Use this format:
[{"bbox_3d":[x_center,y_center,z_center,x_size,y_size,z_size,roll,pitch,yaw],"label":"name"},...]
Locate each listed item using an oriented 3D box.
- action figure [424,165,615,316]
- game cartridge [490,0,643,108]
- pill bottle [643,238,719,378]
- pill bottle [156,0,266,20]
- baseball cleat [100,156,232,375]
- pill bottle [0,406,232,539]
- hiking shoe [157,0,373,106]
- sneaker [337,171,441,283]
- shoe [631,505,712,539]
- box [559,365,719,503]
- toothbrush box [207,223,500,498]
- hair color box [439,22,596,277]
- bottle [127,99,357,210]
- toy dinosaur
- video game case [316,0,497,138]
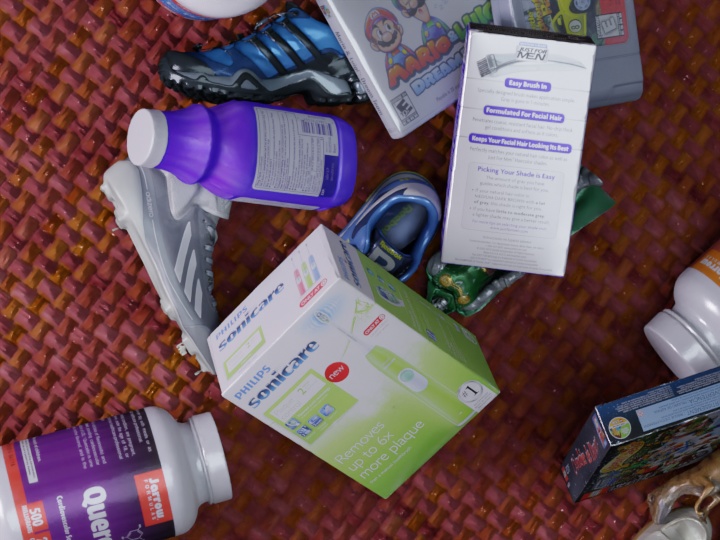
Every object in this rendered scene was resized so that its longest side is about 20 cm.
[{"bbox_3d":[0.125,-0.027,1.770,0.200,0.055,0.118,-46,105,0],"label":"action figure"},{"bbox_3d":[0.176,-0.239,1.744,0.132,0.041,0.201,-12,96,-25],"label":"game cartridge"},{"bbox_3d":[0.354,0.017,1.788,0.200,0.112,0.112,-41,102,-5],"label":"pill bottle"},{"bbox_3d":[-0.118,-0.259,1.617,0.111,0.200,0.113,-1,96,-11],"label":"pill bottle"},{"bbox_3d":[-0.140,-0.014,1.706,0.106,0.070,0.201,-29,101,-7],"label":"baseball cleat"},{"bbox_3d":[-0.214,0.182,1.689,0.199,0.112,0.113,-15,99,-9],"label":"pill bottle"},{"bbox_3d":[-0.078,-0.186,1.706,0.199,0.074,0.087,0,89,-22],"label":"hiking shoe"},{"bbox_3d":[0.000,0.000,1.730,0.074,0.082,0.200,35,89,-15],"label":"sneaker"},{"bbox_3d":[0.255,0.300,1.827,0.070,0.053,0.200,43,86,-13],"label":"shoe"},{"bbox_3d":[0.256,0.142,1.740,0.136,0.200,0.038,-18,72,-9],"label":"box"},{"bbox_3d":[-0.006,0.080,1.685,0.146,0.086,0.200,-44,122,16],"label":"toothbrush box"},{"bbox_3d":[0.132,-0.103,1.692,0.109,0.065,0.201,7,104,0],"label":"hair color box"},{"bbox_3d":[-0.098,-0.099,1.674,0.199,0.065,0.084,5,81,-34],"label":"bottle"},{"bbox_3d":[0.348,0.172,1.796,0.199,0.106,0.061,-28,128,3],"label":"toy dinosaur"},{"bbox_3d":[0.061,-0.241,1.719,0.200,0.024,0.183,-35,103,-24],"label":"video game case"}]
